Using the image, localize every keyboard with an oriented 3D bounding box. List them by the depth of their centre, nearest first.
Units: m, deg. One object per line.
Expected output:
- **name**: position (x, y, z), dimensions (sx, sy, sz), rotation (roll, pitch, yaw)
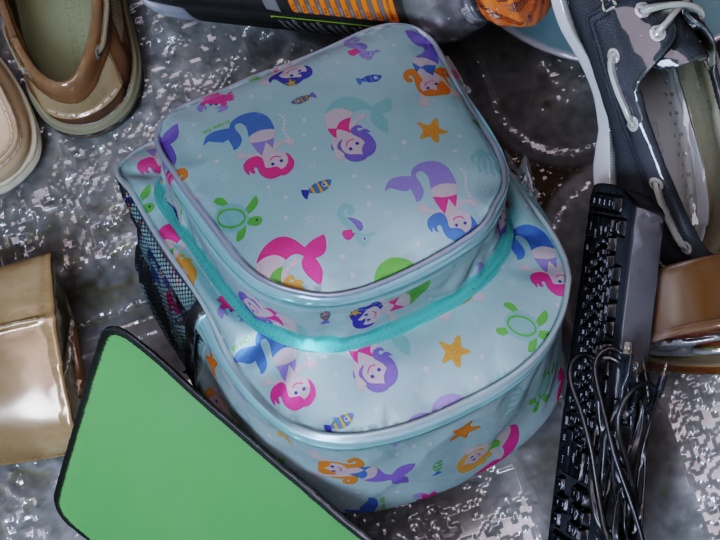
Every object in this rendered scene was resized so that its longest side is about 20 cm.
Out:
- **keyboard**: position (0.100, 0.061, 1.006), dimensions (0.040, 0.104, 0.201), rotation (5, 93, -17)

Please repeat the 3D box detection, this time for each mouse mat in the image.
- **mouse mat**: position (-0.058, 0.129, 1.022), dimensions (0.200, 0.161, 0.008), rotation (40, 50, 14)

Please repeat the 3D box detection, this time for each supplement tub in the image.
- **supplement tub**: position (-0.007, -0.173, 1.069), dimensions (0.199, 0.123, 0.123), rotation (8, 79, 21)

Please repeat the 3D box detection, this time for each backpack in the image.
- **backpack**: position (0.000, 0.000, 1.010), dimensions (0.177, 0.151, 0.200), rotation (-23, 64, -13)

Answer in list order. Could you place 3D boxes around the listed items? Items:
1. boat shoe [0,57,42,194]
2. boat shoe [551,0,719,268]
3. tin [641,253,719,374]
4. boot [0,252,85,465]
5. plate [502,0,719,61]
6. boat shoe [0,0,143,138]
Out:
- **boat shoe**: position (-0.240, -0.120, 1.135), dimensions (0.074, 0.069, 0.200), rotation (-42, 75, -2)
- **boat shoe**: position (0.140, -0.096, 1.045), dimensions (0.075, 0.060, 0.201), rotation (-22, 103, -33)
- **tin**: position (0.221, 0.016, 1.017), dimensions (0.199, 0.112, 0.042), rotation (-5, 72, 6)
- **boot**: position (-0.244, 0.020, 1.111), dimensions (0.199, 0.066, 0.176), rotation (-11, 89, 7)
- **plate**: position (0.133, -0.196, 1.121), dimensions (0.200, 0.026, 0.201), rotation (-2, 78, 9)
- **boat shoe**: position (-0.158, -0.168, 1.131), dimensions (0.075, 0.074, 0.200), rotation (-20, 76, 3)
